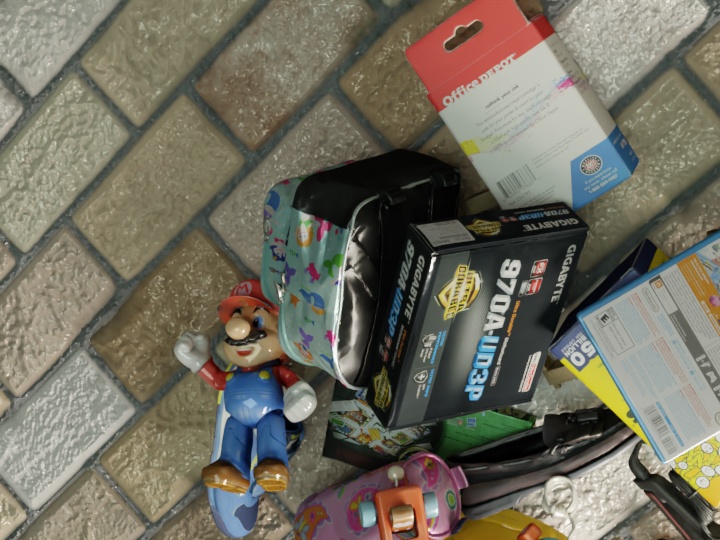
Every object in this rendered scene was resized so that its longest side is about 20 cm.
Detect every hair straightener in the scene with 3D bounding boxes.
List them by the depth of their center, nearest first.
[{"bbox_3d":[0.317,0.220,1.265,0.200,0.041,0.077,54,138,18],"label":"hair straightener"}]

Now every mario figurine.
[{"bbox_3d":[-0.109,0.100,1.300,0.123,0.106,0.201,6,67,-15],"label":"mario figurine"}]

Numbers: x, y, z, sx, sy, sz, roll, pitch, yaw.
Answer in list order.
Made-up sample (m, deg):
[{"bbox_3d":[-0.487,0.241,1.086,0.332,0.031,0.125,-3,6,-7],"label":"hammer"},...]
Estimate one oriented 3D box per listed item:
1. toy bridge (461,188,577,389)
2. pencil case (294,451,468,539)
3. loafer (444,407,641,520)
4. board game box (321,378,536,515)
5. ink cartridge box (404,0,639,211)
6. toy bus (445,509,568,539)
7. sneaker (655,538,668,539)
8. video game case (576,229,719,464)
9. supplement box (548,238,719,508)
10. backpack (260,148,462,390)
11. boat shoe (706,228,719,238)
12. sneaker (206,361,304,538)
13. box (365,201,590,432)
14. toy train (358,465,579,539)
[{"bbox_3d":[0.141,0.022,1.294,0.067,0.027,0.201,-21,100,32],"label":"toy bridge"},{"bbox_3d":[0.017,0.233,1.331,0.088,0.087,0.200,55,139,-2],"label":"pencil case"},{"bbox_3d":[0.168,0.165,1.287,0.200,0.072,0.063,-29,98,19],"label":"loafer"},{"bbox_3d":[0.065,0.163,1.365,0.199,0.023,0.105,16,108,14],"label":"board game box"},{"bbox_3d":[0.142,-0.143,1.230,0.116,0.067,0.200,-32,94,24],"label":"ink cartridge box"},{"bbox_3d":[0.109,0.350,1.309,0.135,0.192,0.201,16,114,12],"label":"toy bus"},{"bbox_3d":[0.344,0.325,1.300,0.081,0.074,0.200,-39,90,4],"label":"sneaker"},{"bbox_3d":[0.299,0.048,1.147,0.199,0.018,0.143,-30,88,4],"label":"video game case"},{"bbox_3d":[0.280,0.087,1.225,0.200,0.110,0.109,43,113,3],"label":"supplement box"},{"bbox_3d":[0.000,0.000,1.262,0.150,0.177,0.201,17,117,37],"label":"backpack"},{"bbox_3d":[0.391,0.011,1.187,0.200,0.072,0.066,12,102,10],"label":"boat shoe"},{"bbox_3d":[-0.103,0.182,1.400,0.082,0.074,0.201,12,109,13],"label":"sneaker"},{"bbox_3d":[0.098,0.041,1.208,0.046,0.158,0.201,53,141,42],"label":"box"},{"bbox_3d":[0.102,0.239,1.208,0.199,0.056,0.151,-3,79,-6],"label":"toy train"}]
